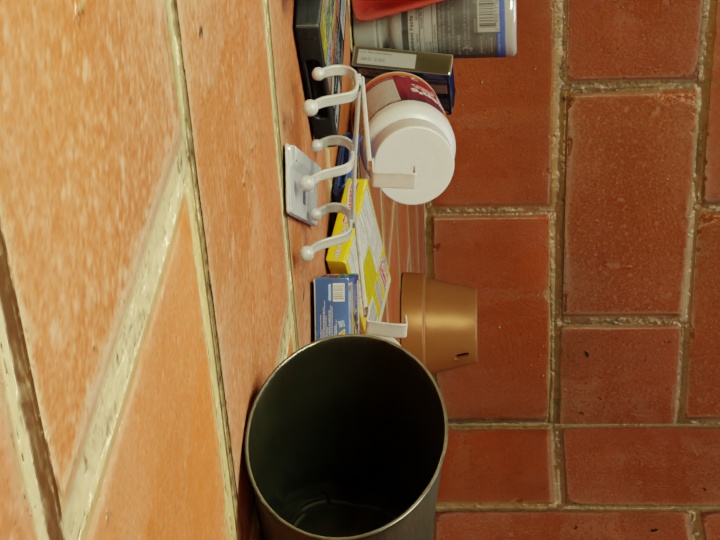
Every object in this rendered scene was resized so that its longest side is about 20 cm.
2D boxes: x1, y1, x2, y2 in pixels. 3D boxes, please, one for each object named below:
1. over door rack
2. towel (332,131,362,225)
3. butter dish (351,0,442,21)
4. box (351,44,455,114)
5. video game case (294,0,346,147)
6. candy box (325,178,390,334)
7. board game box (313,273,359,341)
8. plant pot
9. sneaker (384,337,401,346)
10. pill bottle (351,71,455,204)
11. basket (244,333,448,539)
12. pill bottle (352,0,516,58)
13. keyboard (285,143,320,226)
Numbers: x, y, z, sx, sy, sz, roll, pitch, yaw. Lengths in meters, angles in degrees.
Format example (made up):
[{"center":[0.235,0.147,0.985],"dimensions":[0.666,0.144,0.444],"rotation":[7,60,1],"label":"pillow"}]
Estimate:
[{"center":[-0.012,-0.060,1.314],"dimensions":[0.200,0.066,0.149],"rotation":[-115,-157,-55],"label":"over door rack"},{"center":[-0.010,-0.036,1.792],"dimensions":[0.145,0.024,0.201],"rotation":[-81,170,-58],"label":"towel"},{"center":[0.055,-0.418,1.888],"dimensions":[0.148,0.199,0.201],"rotation":[40,45,-52],"label":"butter dish"},{"center":[0.057,-0.236,2.033],"dimensions":[0.200,0.120,0.033],"rotation":[67,30,-80],"label":"box"},{"center":[-0.035,-0.247,1.500],"dimensions":[0.181,0.025,0.201],"rotation":[82,10,-60],"label":"video game case"},{"center":[0.000,0.000,1.726],"dimensions":[0.200,0.026,0.103],"rotation":[75,23,-57],"label":"candy box"},{"center":[-0.021,0.105,1.557],"dimensions":[0.135,0.034,0.202],"rotation":[-13,102,-86],"label":"board game box"},{"center":[0.148,0.102,3.016],"dimensions":[0.200,0.139,0.202],"rotation":[-1,90,-84],"label":"plant pot"},{"center":[0.022,0.131,1.853],"dimensions":[0.201,0.076,0.081],"rotation":[-87,173,-53],"label":"sneaker"},{"center":[0.050,-0.151,1.863],"dimensions":[0.200,0.109,0.110],"rotation":[-104,-170,-67],"label":"pill bottle"},{"center":[-0.009,0.178,1.156],"dimensions":[0.181,0.135,0.201],"rotation":[-80,173,-45],"label":"basket"},{"center":[0.092,-0.316,1.998],"dimensions":[0.114,0.198,0.115],"rotation":[-1,90,-84],"label":"pill bottle"},{"center":[-0.050,-0.071,1.403],"dimensions":[0.200,0.011,0.057],"rotation":[17,77,-85],"label":"keyboard"}]
